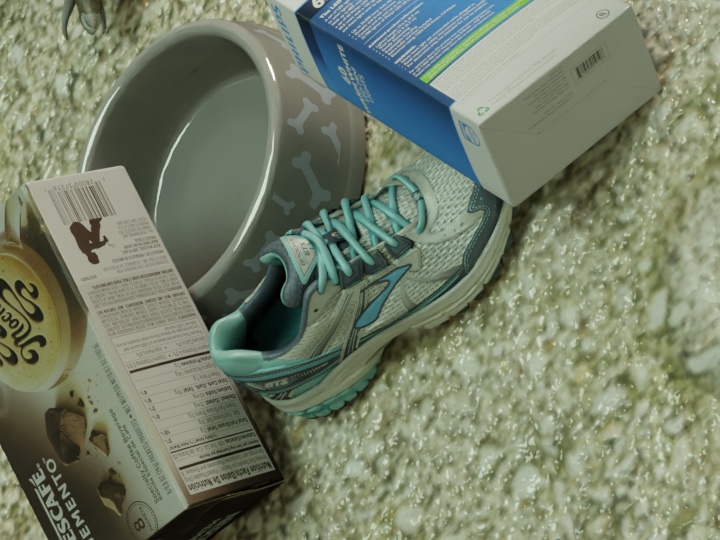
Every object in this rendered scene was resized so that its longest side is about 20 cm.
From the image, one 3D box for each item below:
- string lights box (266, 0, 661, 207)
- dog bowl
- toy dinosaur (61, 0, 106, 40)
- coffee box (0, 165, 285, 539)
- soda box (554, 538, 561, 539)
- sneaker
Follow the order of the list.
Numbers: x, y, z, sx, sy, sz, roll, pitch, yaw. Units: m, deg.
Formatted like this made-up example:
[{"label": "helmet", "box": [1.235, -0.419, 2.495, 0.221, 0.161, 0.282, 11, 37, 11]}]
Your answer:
[{"label": "string lights box", "box": [0.049, -0.119, 1.486, 0.103, 0.059, 0.200, -38, 40, -14]}, {"label": "dog bowl", "box": [-0.087, -0.051, 1.638, 0.200, 0.059, 0.201, -21, 60, 41]}, {"label": "toy dinosaur", "box": [-0.146, -0.246, 1.762, 0.200, 0.077, 0.102, -64, 7, -13]}, {"label": "coffee box", "box": [-0.141, 0.060, 1.574, 0.113, 0.080, 0.200, -38, 74, 39]}, {"label": "soda box", "box": [0.102, 0.230, 1.320, 0.068, 0.064, 0.200, -30, 54, 36]}, {"label": "sneaker", "box": [0.000, 0.000, 1.503, 0.200, 0.086, 0.078, -48, 46, 23]}]
